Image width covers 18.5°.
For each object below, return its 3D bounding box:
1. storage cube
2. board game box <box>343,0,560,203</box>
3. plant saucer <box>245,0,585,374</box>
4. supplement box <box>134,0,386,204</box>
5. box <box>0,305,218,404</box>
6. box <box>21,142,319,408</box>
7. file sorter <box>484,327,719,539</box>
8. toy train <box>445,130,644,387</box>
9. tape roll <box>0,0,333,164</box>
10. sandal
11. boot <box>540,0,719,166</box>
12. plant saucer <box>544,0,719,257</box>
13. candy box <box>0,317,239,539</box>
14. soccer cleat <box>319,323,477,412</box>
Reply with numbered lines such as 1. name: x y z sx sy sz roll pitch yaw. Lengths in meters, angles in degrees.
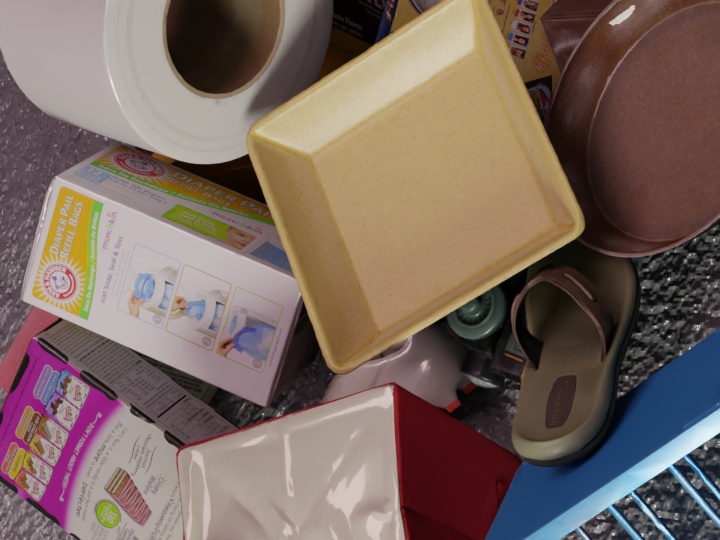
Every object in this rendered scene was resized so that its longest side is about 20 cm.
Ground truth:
1. storage cube: -0.002 0.198 1.457 0.199 0.180 0.172 -17 62 24
2. board game box: 0.070 -0.122 1.564 0.035 0.135 0.201 173 114 -73
3. plant saucer: 0.040 -0.055 1.462 0.200 0.048 0.201 -31 63 19
4. supplement box: -0.079 -0.179 1.729 0.197 0.133 0.200 -38 52 28
5. box: -0.175 0.043 1.742 0.109 0.128 0.200 40 103 44
6. box: -0.124 0.000 1.580 0.199 0.112 0.102 23 112 10
7. file sorter: 0.190 0.144 1.329 0.200 0.123 0.139 -38 8 28
8. toy train: 0.139 -0.005 1.497 0.114 0.085 0.201 22 88 33
9. tape roll: -0.137 -0.186 1.549 0.139 0.202 0.203 18 87 46
10. sandal: 0.128 0.035 1.379 0.080 0.057 0.201 -21 34 24
11. boot: 0.199 -0.131 1.491 0.200 0.064 0.187 2 63 41
12. plant saucer: 0.201 -0.099 1.405 0.200 0.034 0.201 -25 54 41
13. candy box: -0.168 0.141 1.611 0.200 0.061 0.137 36 124 11
14. soccer cleat: -0.003 0.098 1.579 0.200 0.069 0.078 -37 93 31
